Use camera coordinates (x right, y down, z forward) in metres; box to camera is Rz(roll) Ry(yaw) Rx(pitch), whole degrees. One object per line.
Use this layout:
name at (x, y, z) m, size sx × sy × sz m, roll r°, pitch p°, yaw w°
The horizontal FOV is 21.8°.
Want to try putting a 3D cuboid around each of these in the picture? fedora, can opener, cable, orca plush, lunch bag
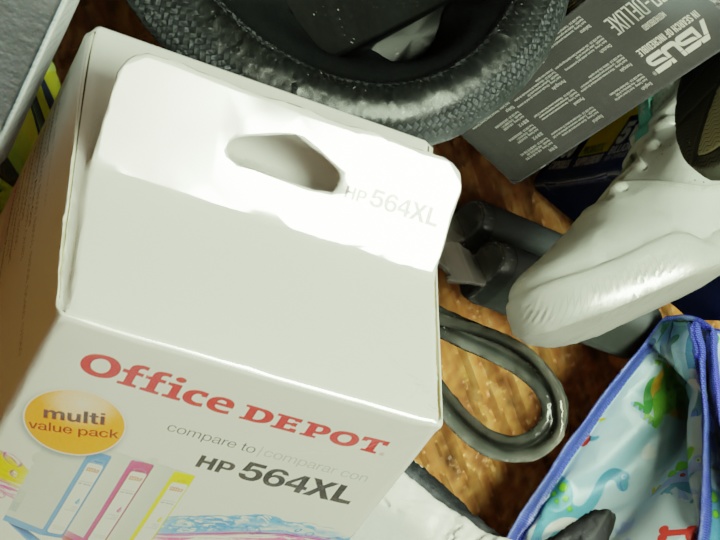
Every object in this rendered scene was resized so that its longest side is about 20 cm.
fedora at (-0.019, -0.133, 0.705) m, size 0.200 × 0.092 × 0.202 m, roll 3°, pitch 80°, yaw -17°
can opener at (0.052, 0.001, 0.848) m, size 0.199 × 0.053 × 0.067 m, roll 15°, pitch 129°, yaw -35°
cable at (0.000, 0.000, 0.745) m, size 0.097 × 0.050 × 0.200 m, roll -32°, pitch 78°, yaw -2°
orca plush at (0.012, 0.090, 0.762) m, size 0.071 × 0.199 × 0.106 m, roll 5°, pitch 88°, yaw -61°
lunch bag at (0.159, 0.141, 0.901) m, size 0.170 × 0.127 × 0.201 m, roll 37°, pitch 69°, yaw -50°

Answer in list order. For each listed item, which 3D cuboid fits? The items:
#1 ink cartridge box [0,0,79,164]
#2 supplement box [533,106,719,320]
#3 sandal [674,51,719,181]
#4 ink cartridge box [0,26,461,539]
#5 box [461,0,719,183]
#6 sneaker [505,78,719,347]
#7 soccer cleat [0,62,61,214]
ink cartridge box at (-0.162, -0.153, 0.563) m, size 0.197 × 0.047 × 0.200 m, roll 25°, pitch 112°, yaw -8°
supplement box at (0.191, -0.087, 0.854) m, size 0.109 × 0.109 × 0.200 m, roll 39°, pitch 79°, yaw -12°
sandal at (0.184, -0.107, 0.723) m, size 0.057 × 0.080 × 0.201 m, roll 41°, pitch 56°, yaw -9°
ink cartridge box at (-0.062, 0.028, 0.630) m, size 0.128 × 0.126 × 0.200 m, roll 16°, pitch 136°, yaw -18°
box at (0.130, -0.134, 0.741) m, size 0.050 × 0.200 × 0.158 m, roll 41°, pitch 59°, yaw -9°
sneaker at (0.129, -0.040, 0.750) m, size 0.199 × 0.075 × 0.089 m, roll -28°, pitch 84°, yaw -23°
soccer cleat at (-0.137, -0.088, 0.676) m, size 0.084 × 0.065 × 0.201 m, roll -53°, pitch 131°, yaw -31°
